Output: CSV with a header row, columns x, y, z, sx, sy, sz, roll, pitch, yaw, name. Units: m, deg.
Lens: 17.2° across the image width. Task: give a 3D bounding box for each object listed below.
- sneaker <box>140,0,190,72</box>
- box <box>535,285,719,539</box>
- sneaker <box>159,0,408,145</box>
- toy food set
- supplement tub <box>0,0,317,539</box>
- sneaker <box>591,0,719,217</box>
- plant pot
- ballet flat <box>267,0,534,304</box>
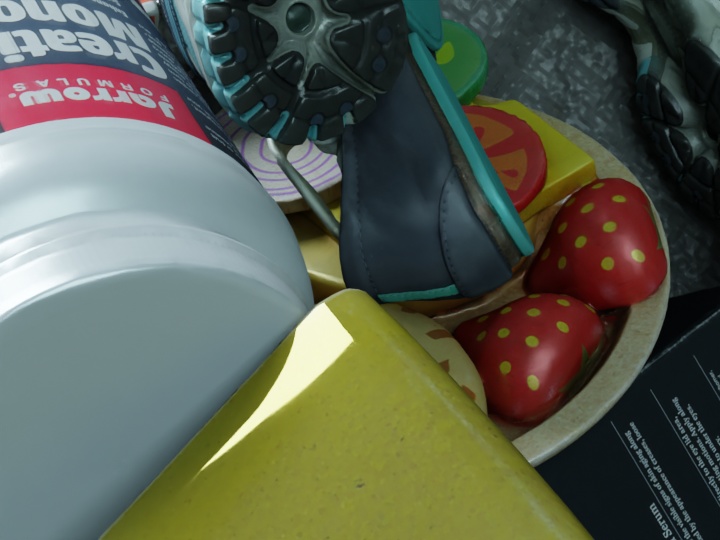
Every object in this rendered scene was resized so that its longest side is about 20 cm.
x,y,z,sx,sy,sz,roll,pitch,yaw,name
-0.116,-0.096,0.800,0.200,0.077,0.082,-21,76,-22,sneaker
0.118,0.126,0.805,0.141,0.079,0.200,-35,98,-29,box
-0.049,-0.137,0.682,0.078,0.086,0.200,-18,113,-22,sneaker
0.000,0.000,0.777,0.200,0.049,0.198,-31,47,-20,toy food set
-0.097,-0.003,0.675,0.140,0.200,0.141,-13,127,-18,supplement tub
0.126,-0.120,0.873,0.086,0.078,0.200,-26,96,-30,sneaker
0.023,0.164,0.595,0.200,0.176,0.200,-47,140,-8,plant pot
-0.002,-0.066,0.763,0.073,0.073,0.200,-2,48,-16,ballet flat
